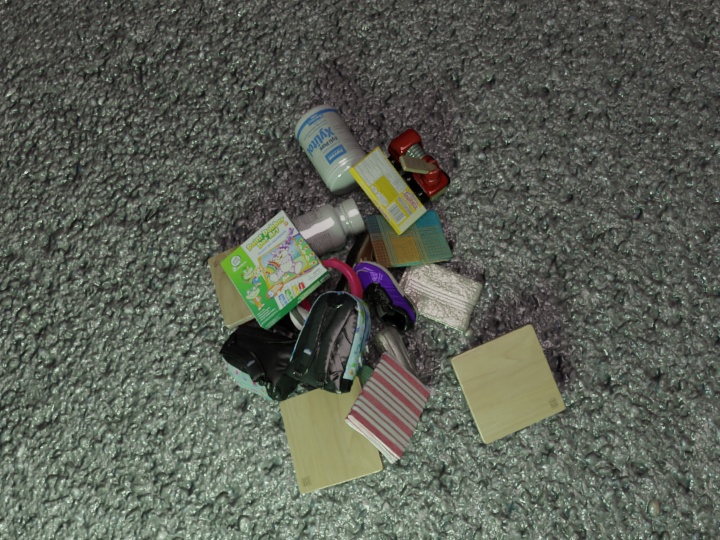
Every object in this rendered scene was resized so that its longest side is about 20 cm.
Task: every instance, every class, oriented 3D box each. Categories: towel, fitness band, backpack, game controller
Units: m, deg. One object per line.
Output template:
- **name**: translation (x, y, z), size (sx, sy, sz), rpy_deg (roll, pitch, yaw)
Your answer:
- **towel**: translation (0.062, 0.289, 1.237), size (0.146, 0.030, 0.201), rpy_deg (43, 48, -8)
- **fitness band**: translation (-0.079, 0.051, 1.370), size (0.198, 0.037, 0.146), rpy_deg (-25, 85, 39)
- **backpack**: translation (-0.055, 0.144, 1.235), size (0.161, 0.153, 0.204), rpy_deg (10, 91, 31)
- **towel**: translation (0.118, -0.080, 1.424), size (0.197, 0.022, 0.149), rpy_deg (-7, 66, -17)
- **backpack**: translation (-0.228, 0.212, 1.325), size (0.197, 0.128, 0.167), rpy_deg (14, 42, 28)
- **game controller**: translation (-0.150, 0.177, 1.405), size (0.198, 0.042, 0.105), rpy_deg (30, 93, 13)
- **towel**: translation (0.190, 0.054, 1.409), size (0.197, 0.035, 0.134), rpy_deg (22, 77, 10)

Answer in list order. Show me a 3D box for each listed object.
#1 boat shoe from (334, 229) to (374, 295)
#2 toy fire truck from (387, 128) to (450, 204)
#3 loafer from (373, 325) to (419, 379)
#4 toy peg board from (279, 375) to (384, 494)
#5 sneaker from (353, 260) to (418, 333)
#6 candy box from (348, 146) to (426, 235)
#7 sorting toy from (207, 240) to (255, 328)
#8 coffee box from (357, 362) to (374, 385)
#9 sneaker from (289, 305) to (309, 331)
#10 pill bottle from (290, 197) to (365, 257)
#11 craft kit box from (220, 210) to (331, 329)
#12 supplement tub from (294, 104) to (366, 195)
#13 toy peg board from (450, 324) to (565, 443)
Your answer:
- **boat shoe**: translation (0.000, 0.000, 1.429), size (0.073, 0.075, 0.203), rpy_deg (26, 78, -19)
- **toy fire truck**: translation (0.132, -0.273, 1.423), size (0.128, 0.200, 0.177), rpy_deg (-35, 74, -6)
- **loafer**: translation (0.106, 0.222, 1.348), size (0.069, 0.070, 0.202), rpy_deg (-27, 83, -27)
- **toy peg board**: translation (-0.052, 0.362, 1.275), size (0.197, 0.098, 0.203), rpy_deg (-21, 72, 15)
- **sneaker**: translation (0.054, 0.067, 1.341), size (0.200, 0.100, 0.069), rpy_deg (44, 125, -6)
- **candy box**: translation (0.068, -0.196, 1.412), size (0.102, 0.026, 0.201), rpy_deg (-41, 95, -29)
- **sorting toy**: translation (-0.255, 0.027, 1.423), size (0.196, 0.070, 0.202), rpy_deg (-24, 60, -1)
- **coffee box**: translation (-0.022, 0.316, 1.345), size (0.122, 0.044, 0.202), rpy_deg (30, 78, 12)
- **sneaker**: translation (-0.078, 0.136, 1.344), size (0.199, 0.074, 0.081), rpy_deg (36, 101, 9)
- **pill bottle**: translation (-0.093, -0.100, 1.436), size (0.197, 0.115, 0.116), rpy_deg (-25, 73, -2)
- **craft kit box**: translation (-0.199, -0.004, 1.339), size (0.199, 0.049, 0.198), rpy_deg (-40, 65, 2)
- **supplement tub**: translation (-0.072, -0.314, 1.489), size (0.131, 0.132, 0.201), rpy_deg (-32, 73, -5)
- **toy peg board**: translation (0.327, 0.252, 1.316), size (0.197, 0.098, 0.202), rpy_deg (-23, 88, -1)
